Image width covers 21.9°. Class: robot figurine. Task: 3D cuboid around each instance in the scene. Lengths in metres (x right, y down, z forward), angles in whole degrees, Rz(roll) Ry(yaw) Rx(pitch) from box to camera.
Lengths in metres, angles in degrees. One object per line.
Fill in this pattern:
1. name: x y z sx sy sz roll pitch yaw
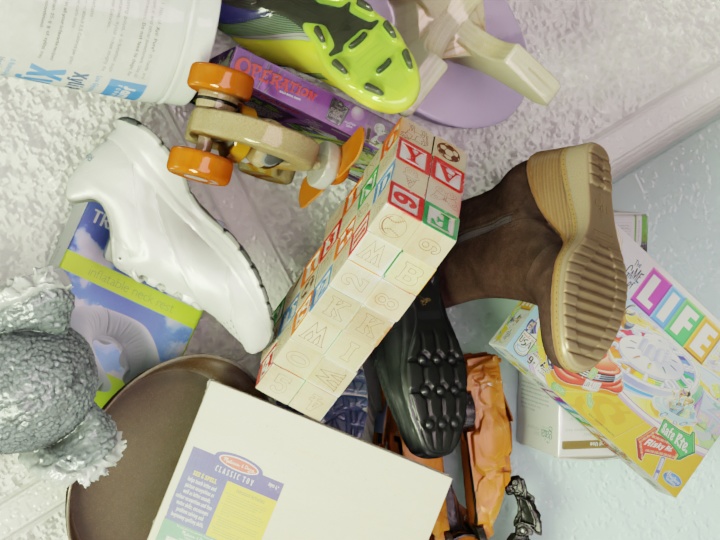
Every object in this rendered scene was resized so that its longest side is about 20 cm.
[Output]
1. robot figurine: 0.074 0.173 1.517 0.144 0.058 0.202 -7 96 -19

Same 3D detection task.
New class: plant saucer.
1. plant saucer: -0.148 0.156 1.415 0.199 0.032 0.202 -17 116 -39

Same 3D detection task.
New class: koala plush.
1. koala plush: -0.271 0.091 1.290 0.198 0.184 0.179 -12 101 4

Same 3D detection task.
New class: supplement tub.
1. supplement tub: -0.211 -0.198 1.344 0.198 0.132 0.133 10 91 -20

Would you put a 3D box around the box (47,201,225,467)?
1. box: -0.188 0.034 1.416 0.121 0.048 0.201 25 87 -20

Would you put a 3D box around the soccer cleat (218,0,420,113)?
1. soccer cleat: -0.035 -0.173 1.397 0.199 0.084 0.065 33 68 18

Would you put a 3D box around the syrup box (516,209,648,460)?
1. syrup box: 0.182 0.051 1.535 0.081 0.079 0.202 -1 95 -20

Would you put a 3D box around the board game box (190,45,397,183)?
1. board game box: -0.032 -0.109 1.422 0.199 0.120 0.033 25 82 -21

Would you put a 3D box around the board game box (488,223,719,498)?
1. board game box: 0.216 0.068 1.488 0.200 0.034 0.135 40 80 -18

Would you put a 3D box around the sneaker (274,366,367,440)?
1. sneaker: -0.028 0.140 1.471 0.076 0.085 0.202 -11 76 -15

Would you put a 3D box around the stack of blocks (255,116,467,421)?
1. stack of blocks: 0.000 0.000 1.372 0.058 0.116 0.200 28 124 -13

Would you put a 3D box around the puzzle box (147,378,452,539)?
1. puzzle box: -0.046 0.178 1.394 0.199 0.025 0.134 23 90 -4

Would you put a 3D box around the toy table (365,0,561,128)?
1. toy table: 0.070 -0.195 1.455 0.199 0.117 0.185 29 84 -19

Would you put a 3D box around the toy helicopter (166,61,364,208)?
1. toy helicopter: -0.063 -0.088 1.371 0.131 0.200 0.080 13 86 2

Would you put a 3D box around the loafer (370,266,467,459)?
1. loafer: 0.035 0.052 1.459 0.068 0.070 0.202 1 70 -37

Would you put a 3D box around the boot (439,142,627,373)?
1. boot: 0.123 0.007 1.433 0.072 0.166 0.201 29 53 -33

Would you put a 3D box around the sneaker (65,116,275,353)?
1. sneaker: -0.138 -0.015 1.375 0.087 0.074 0.200 -39 95 -8
